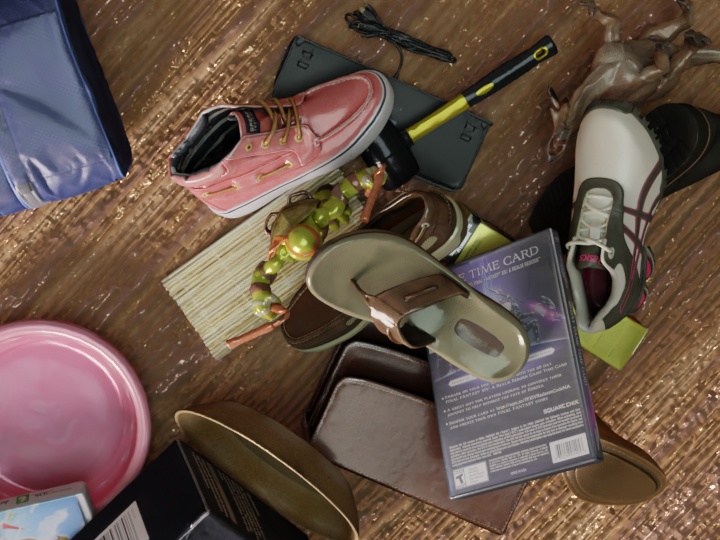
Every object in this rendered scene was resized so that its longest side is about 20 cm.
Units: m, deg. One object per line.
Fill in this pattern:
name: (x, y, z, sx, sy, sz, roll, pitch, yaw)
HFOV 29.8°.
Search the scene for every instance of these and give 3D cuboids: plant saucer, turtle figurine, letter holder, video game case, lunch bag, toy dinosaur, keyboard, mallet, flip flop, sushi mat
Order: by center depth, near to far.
flip flop: (0.050, 0.034, 1.088, 0.199, 0.058, 0.081, 31, 110, -11)
video game case: (0.122, 0.080, 1.145, 0.142, 0.019, 0.201, -21, 66, 32)
lunch bag: (-0.289, -0.153, 1.145, 0.132, 0.136, 0.201, -19, 102, -1)
turtle figurine: (-0.055, -0.027, 1.162, 0.064, 0.161, 0.200, 38, 96, -6)
toy dinosaur: (0.242, -0.172, 1.209, 0.199, 0.086, 0.136, -11, 139, -26)
mallet: (0.092, -0.140, 1.211, 0.199, 0.041, 0.066, -26, 106, 2)
plant saucer: (-0.076, 0.174, 1.215, 0.200, 0.200, 0.036, 40, 69, -11)
keyboard: (0.026, -0.163, 1.228, 0.199, 0.021, 0.128, 23, 105, -10)
plant saucer: (-0.293, 0.139, 1.249, 0.199, 0.051, 0.202, -1, 101, -5)
letter holder: (0.065, 0.130, 1.251, 0.199, 0.101, 0.143, 24, 97, -9)
sushi mat: (-0.079, -0.009, 1.254, 0.200, 0.012, 0.096, -35, 101, 3)
video game case: (-0.318, 0.295, 1.260, 0.181, 0.022, 0.201, -13, 122, -2)

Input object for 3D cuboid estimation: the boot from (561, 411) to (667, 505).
boot: (0.191, 0.120, 1.239, 0.199, 0.155, 0.074, 28, 125, -19)

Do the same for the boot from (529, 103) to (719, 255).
boot: (0.265, -0.078, 1.239, 0.200, 0.138, 0.078, -35, 72, 39)

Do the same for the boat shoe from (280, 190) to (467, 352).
boat shoe: (-0.003, -0.005, 1.197, 0.202, 0.075, 0.075, -42, 60, 15)

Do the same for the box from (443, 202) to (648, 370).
box: (0.165, 0.014, 1.247, 0.200, 0.075, 0.050, 33, 97, -9)

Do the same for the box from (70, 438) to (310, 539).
box: (-0.158, 0.295, 1.224, 0.197, 0.117, 0.200, -43, 125, 4)

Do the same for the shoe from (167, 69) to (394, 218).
shoe: (-0.070, -0.119, 1.172, 0.200, 0.091, 0.072, -31, 63, 14)

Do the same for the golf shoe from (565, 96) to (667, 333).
golf shoe: (0.211, -0.043, 1.139, 0.077, 0.088, 0.201, 6, 114, 29)
